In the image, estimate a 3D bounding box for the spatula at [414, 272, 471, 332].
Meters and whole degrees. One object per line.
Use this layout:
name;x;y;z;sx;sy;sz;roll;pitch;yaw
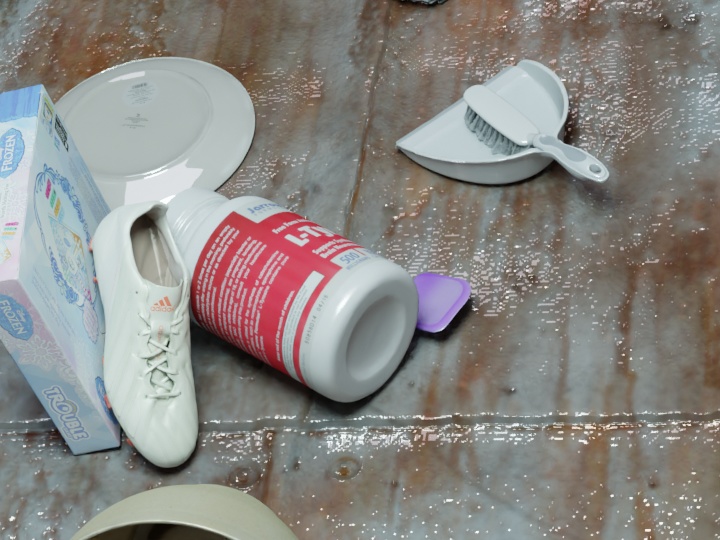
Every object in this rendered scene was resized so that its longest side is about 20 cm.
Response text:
spatula;0.000;0.000;1.717;0.200;0.021;0.057;24;59;31

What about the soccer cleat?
soccer cleat;-0.155;0.045;1.625;0.069;0.078;0.200;-3;74;-40

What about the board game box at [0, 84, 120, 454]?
board game box;-0.228;0.000;1.648;0.043;0.200;0.199;-12;46;11

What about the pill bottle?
pill bottle;-0.064;0.012;1.659;0.200;0.112;0.112;27;59;31

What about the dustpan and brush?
dustpan and brush;0.132;-0.106;1.755;0.140;0.057;0.200;-35;50;-18

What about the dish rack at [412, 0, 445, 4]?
dish rack;0.077;-0.325;1.972;0.200;0.055;0.153;-38;50;-20

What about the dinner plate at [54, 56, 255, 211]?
dinner plate;-0.189;-0.119;1.870;0.200;0.024;0.200;-6;46;7

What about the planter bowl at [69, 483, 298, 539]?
planter bowl;-0.109;0.223;1.444;0.200;0.201;0.135;-3;21;10
